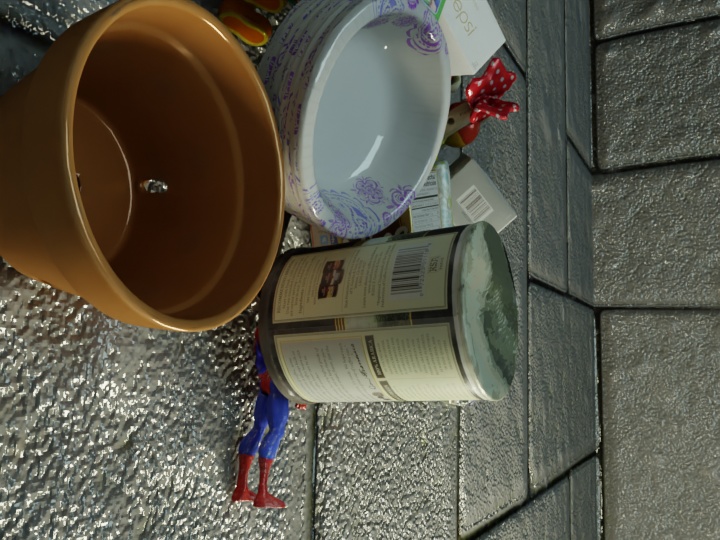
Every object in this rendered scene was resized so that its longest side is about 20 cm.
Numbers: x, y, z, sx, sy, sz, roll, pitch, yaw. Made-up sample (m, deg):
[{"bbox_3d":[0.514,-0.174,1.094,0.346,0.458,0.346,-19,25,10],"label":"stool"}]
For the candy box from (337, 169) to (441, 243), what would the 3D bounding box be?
[{"bbox_3d":[0.033,0.000,0.736,0.056,0.115,0.207,-11,98,-43],"label":"candy box"}]

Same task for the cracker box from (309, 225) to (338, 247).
[{"bbox_3d":[0.000,0.000,0.844,0.133,0.056,0.207,-18,103,-60],"label":"cracker box"}]

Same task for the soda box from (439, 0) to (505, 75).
[{"bbox_3d":[0.093,-0.337,0.817,0.068,0.063,0.201,-45,119,-14],"label":"soda box"}]

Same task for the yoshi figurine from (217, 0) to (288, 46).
[{"bbox_3d":[-0.077,-0.329,0.680,0.112,0.109,0.206,54,39,-63],"label":"yoshi figurine"}]

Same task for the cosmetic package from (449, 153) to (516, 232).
[{"bbox_3d":[0.164,-0.108,1.033,0.107,0.090,0.200,49,9,-4],"label":"cosmetic package"}]

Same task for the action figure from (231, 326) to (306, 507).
[{"bbox_3d":[-0.084,0.121,0.671,0.051,0.065,0.207,14,76,-37],"label":"action figure"}]

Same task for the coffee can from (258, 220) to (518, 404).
[{"bbox_3d":[0.027,0.044,0.616,0.145,0.195,0.151,18,69,-58],"label":"coffee can"}]

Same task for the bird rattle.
[{"bbox_3d":[0.140,-0.221,0.988,0.114,0.199,0.163,51,19,2],"label":"bird rattle"}]

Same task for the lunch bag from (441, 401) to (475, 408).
[{"bbox_3d":[0.148,0.084,1.047,0.168,0.136,0.204,-49,132,-38],"label":"lunch bag"}]

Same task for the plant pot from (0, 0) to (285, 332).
[{"bbox_3d":[-0.159,-0.064,0.459,0.198,0.136,0.207,5,85,-62],"label":"plant pot"}]

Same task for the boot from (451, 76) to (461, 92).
[{"bbox_3d":[0.068,-0.274,0.943,0.198,0.104,0.078,-13,98,-59],"label":"boot"}]

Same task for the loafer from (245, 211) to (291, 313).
[{"bbox_3d":[-0.097,-0.061,0.649,0.072,0.069,0.207,-11,98,-61],"label":"loafer"}]

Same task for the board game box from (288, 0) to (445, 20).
[{"bbox_3d":[0.003,-0.283,0.648,0.198,0.029,0.138,28,80,-40],"label":"board game box"}]

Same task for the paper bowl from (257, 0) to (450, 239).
[{"bbox_3d":[-0.015,-0.140,0.594,0.199,0.103,0.206,-32,135,-38],"label":"paper bowl"}]

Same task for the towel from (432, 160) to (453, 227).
[{"bbox_3d":[0.070,-0.055,0.884,0.200,0.047,0.177,-146,-133,-72],"label":"towel"}]
